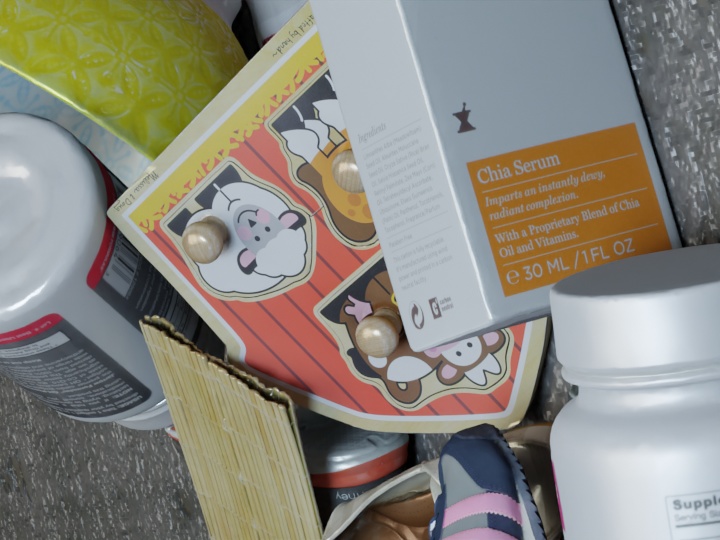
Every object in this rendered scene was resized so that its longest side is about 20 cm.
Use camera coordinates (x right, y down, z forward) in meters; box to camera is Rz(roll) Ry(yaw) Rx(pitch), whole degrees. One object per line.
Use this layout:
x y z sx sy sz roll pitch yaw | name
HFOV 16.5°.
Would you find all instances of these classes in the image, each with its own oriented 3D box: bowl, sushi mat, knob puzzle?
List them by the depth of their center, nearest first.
0.000 0.000 1.105 0.218 0.030 0.221 12 122 19 | knob puzzle
-0.054 0.103 1.227 0.095 0.012 0.201 32 152 30 | sushi mat
-0.119 -0.108 1.230 0.108 0.200 0.200 -59 29 -9 | bowl

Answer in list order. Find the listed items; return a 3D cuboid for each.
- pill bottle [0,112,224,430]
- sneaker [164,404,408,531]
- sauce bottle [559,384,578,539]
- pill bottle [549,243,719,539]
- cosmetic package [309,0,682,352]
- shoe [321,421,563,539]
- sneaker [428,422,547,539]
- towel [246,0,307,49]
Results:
-0.141 0.011 1.244 0.111 0.110 0.200 58 -175 30 | pill bottle
-0.039 0.112 1.294 0.200 0.077 0.083 11 119 61 | sneaker
0.113 0.143 1.030 0.065 0.064 0.202 18 120 58 | sauce bottle
0.132 0.097 0.921 0.113 0.113 0.202 4 106 61 | pill bottle
0.049 -0.079 1.008 0.071 0.101 0.202 -24 82 61 | cosmetic package
0.040 0.120 1.132 0.200 0.053 0.070 -28 79 47 | shoe
0.038 0.130 0.993 0.200 0.081 0.071 -104 1 -62 | sneaker
-0.018 -0.131 1.193 0.144 0.023 0.201 -31 75 61 | towel
